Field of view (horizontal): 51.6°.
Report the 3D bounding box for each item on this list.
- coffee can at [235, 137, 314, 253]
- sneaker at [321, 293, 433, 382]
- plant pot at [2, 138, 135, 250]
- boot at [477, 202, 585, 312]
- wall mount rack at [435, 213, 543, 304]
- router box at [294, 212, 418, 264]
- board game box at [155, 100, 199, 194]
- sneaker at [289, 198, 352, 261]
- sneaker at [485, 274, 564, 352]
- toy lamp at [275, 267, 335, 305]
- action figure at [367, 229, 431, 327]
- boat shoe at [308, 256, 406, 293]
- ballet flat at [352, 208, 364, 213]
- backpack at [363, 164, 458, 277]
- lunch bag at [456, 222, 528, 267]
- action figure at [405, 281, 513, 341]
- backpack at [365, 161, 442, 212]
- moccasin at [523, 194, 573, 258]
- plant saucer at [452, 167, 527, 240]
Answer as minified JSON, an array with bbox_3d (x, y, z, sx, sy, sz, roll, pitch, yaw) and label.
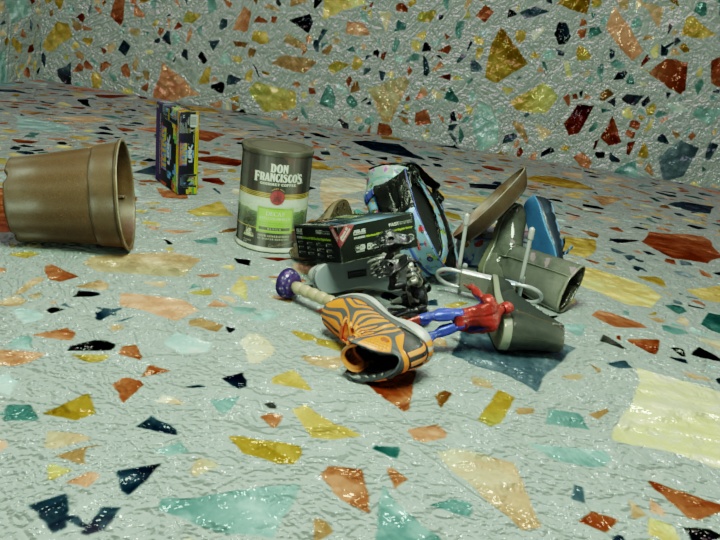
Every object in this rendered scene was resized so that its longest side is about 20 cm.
[{"bbox_3d":[-0.175,-0.154,1.506,0.144,0.203,0.147,7,18,-2],"label":"coffee can"},{"bbox_3d":[-0.004,0.091,1.040,0.198,0.079,0.111,16,24,40],"label":"sneaker"},{"bbox_3d":[-0.519,-0.133,1.339,0.195,0.204,0.201,-2,19,-8],"label":"plant pot"},{"bbox_3d":[0.338,-0.030,1.428,0.072,0.184,0.199,25,-5,-40],"label":"boot"},{"bbox_3d":[0.236,-0.012,1.329,0.197,0.175,0.075,13,61,13],"label":"wall mount rack"},{"bbox_3d":[-0.012,-0.062,1.313,0.148,0.063,0.199,-12,10,-26],"label":"router box"},{"bbox_3d":[-0.458,-0.307,1.851,0.056,0.203,0.165,-7,22,-35],"label":"board game box"},{"bbox_3d":[-0.080,-0.086,1.500,0.074,0.071,0.200,-7,26,27],"label":"sneaker"},{"bbox_3d":[0.263,0.077,1.223,0.104,0.076,0.201,11,27,-5],"label":"sneaker"},{"bbox_3d":[-0.051,0.049,1.184,0.198,0.059,0.058,22,23,40],"label":"toy lamp"},{"bbox_3d":[0.058,0.019,1.192,0.100,0.201,0.120,-10,58,11],"label":"action figure"},{"bbox_3d":[-0.001,0.005,1.332,0.199,0.076,0.086,-8,10,-22],"label":"boat shoe"},{"bbox_3d":[0.004,-0.069,1.555,0.068,0.071,0.200,4,19,-10],"label":"ballet flat"},{"bbox_3d":[0.107,-0.071,1.447,0.133,0.202,0.182,-26,-26,17],"label":"backpack"},{"bbox_3d":[0.305,-0.051,1.610,0.197,0.077,0.160,9,16,7],"label":"lunch bag"},{"bbox_3d":[0.133,0.070,1.136,0.197,0.066,0.099,-10,12,-12],"label":"action figure"},{"bbox_3d":[0.089,-0.155,1.648,0.164,0.129,0.200,-11,-24,18],"label":"backpack"},{"bbox_3d":[0.385,-0.058,1.490,0.067,0.203,0.080,2,-15,-29],"label":"moccasin"},{"bbox_3d":[0.266,-0.126,1.495,0.034,0.200,0.200,45,22,-1],"label":"plant saucer"}]
